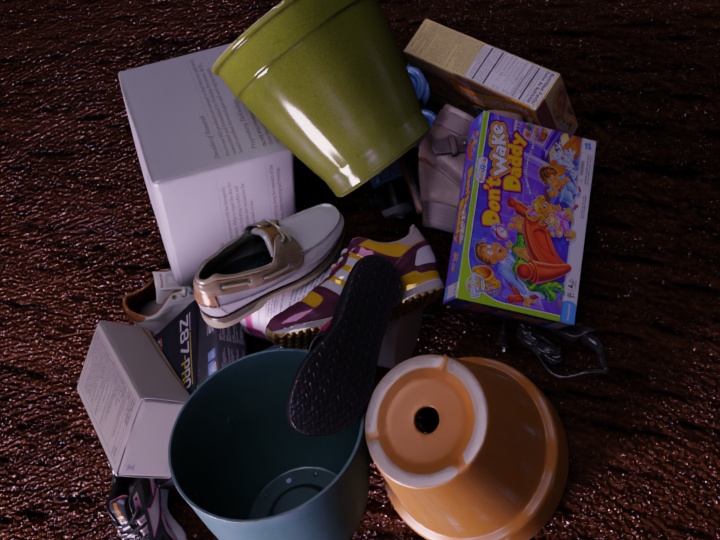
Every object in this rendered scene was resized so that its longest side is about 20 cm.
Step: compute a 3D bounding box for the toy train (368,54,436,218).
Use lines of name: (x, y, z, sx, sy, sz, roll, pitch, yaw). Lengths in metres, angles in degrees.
toy train: (0.045, -0.156, 1.100, 0.112, 0.087, 0.203, -19, 90, 10)

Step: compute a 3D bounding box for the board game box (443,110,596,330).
board game box: (0.170, -0.052, 0.964, 0.132, 0.045, 0.204, 12, 78, -11)

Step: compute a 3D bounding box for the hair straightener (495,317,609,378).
hair straightener: (0.185, 0.064, 1.009, 0.199, 0.041, 0.077, 36, 87, 28)

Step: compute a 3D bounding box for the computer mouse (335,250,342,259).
computer mouse: (0.000, 0.000, 1.120, 0.196, 0.034, 0.060, -2, 67, 24)

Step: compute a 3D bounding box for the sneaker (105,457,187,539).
sneaker: (-0.267, 0.301, 1.088, 0.080, 0.086, 0.202, -30, 60, 12)

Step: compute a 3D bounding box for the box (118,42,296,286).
box: (-0.185, -0.131, 1.136, 0.168, 0.200, 0.202, -17, 56, -13)

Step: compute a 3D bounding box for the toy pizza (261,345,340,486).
toy pizza: (-0.089, 0.186, 1.085, 0.197, 0.032, 0.204, -9, 67, 22)

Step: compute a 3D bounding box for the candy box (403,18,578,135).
candy box: (0.156, -0.218, 1.090, 0.199, 0.115, 0.056, 32, 84, 32)

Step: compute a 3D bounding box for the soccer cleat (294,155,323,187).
soccer cleat: (-0.010, -0.146, 1.172, 0.197, 0.067, 0.082, -26, 71, 12)

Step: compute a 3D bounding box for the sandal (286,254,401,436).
sandal: (-0.015, 0.077, 0.894, 0.045, 0.075, 0.202, -33, 27, 56)

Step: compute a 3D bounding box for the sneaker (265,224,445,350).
sneaker: (-0.013, 0.017, 0.968, 0.197, 0.075, 0.091, -17, 72, -11)

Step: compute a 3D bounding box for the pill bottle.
pill bottle: (-0.033, 0.044, 1.063, 0.197, 0.113, 0.115, 14, 75, 20)

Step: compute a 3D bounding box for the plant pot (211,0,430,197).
plant pot: (-0.027, -0.193, 0.990, 0.199, 0.201, 0.194, -34, 97, 8)

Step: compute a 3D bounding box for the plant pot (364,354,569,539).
plant pot: (0.095, 0.171, 0.915, 0.197, 0.183, 0.204, -9, 65, 21)

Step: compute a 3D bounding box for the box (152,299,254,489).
box: (-0.194, 0.143, 1.104, 0.160, 0.049, 0.203, -35, 52, 39)

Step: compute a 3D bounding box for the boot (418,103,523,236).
boot: (0.158, -0.101, 1.022, 0.196, 0.070, 0.149, 15, 86, -4)

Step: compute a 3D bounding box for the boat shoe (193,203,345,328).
boat shoe: (-0.096, -0.018, 1.003, 0.199, 0.069, 0.074, -39, 54, -23)

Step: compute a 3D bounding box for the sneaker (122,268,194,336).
sneaker: (-0.217, 0.025, 1.182, 0.197, 0.085, 0.074, -25, 59, 9)

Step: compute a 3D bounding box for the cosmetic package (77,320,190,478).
cosmetic package: (-0.278, 0.153, 1.111, 0.200, 0.072, 0.105, 41, 113, 51)

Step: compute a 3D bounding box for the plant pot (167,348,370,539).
plant pot: (-0.077, 0.210, 0.937, 0.197, 0.163, 0.203, -8, 44, 8)
